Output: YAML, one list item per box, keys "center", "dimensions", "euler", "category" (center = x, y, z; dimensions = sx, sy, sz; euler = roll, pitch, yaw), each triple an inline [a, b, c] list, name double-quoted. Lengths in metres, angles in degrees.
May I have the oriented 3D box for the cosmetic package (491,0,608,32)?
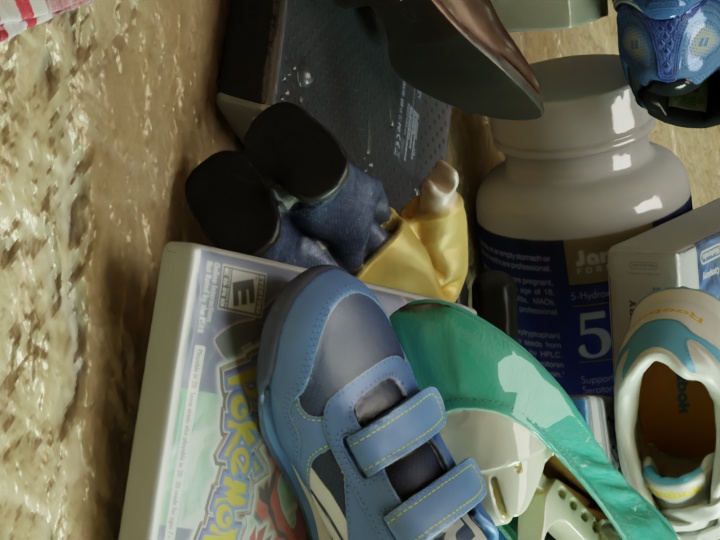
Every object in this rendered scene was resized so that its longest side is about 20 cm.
- center: [0.064, -0.222, 1.494]
  dimensions: [0.071, 0.104, 0.202]
  euler: [-26, 111, -67]
  category: "cosmetic package"

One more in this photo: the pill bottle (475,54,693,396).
- center: [0.126, -0.010, 1.613]
  dimensions: [0.120, 0.119, 0.201]
  euler: [-45, 130, -60]
  category: "pill bottle"

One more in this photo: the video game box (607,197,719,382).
- center: [0.194, 0.060, 1.573]
  dimensions: [0.200, 0.047, 0.184]
  euler: [-22, 114, -58]
  category: "video game box"

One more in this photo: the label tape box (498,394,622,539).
- center: [0.103, 0.134, 1.455]
  dimensions: [0.200, 0.066, 0.144]
  euler: [9, 76, -75]
  category: "label tape box"

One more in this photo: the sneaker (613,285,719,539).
- center: [0.162, 0.114, 1.439]
  dimensions: [0.081, 0.076, 0.201]
  euler: [-51, 128, -65]
  category: "sneaker"

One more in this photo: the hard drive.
- center: [-0.009, -0.091, 1.389]
  dimensions: [0.200, 0.042, 0.136]
  euler: [42, 51, -60]
  category: "hard drive"

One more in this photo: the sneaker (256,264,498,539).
- center: [0.016, 0.091, 1.226]
  dimensions: [0.074, 0.082, 0.201]
  euler: [-31, 114, -38]
  category: "sneaker"

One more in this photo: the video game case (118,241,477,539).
- center: [-0.028, 0.101, 1.254]
  dimensions: [0.182, 0.023, 0.202]
  euler: [13, 83, -46]
  category: "video game case"

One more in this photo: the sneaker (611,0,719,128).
- center: [0.165, -0.119, 1.536]
  dimensions: [0.200, 0.078, 0.090]
  euler: [-14, 103, -74]
  category: "sneaker"

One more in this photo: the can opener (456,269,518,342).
- center: [0.057, 0.101, 1.556]
  dimensions: [0.067, 0.053, 0.202]
  euler: [-175, -97, -80]
  category: "can opener"

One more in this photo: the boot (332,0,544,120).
- center: [0.055, -0.192, 1.366]
  dimensions: [0.186, 0.064, 0.201]
  euler: [41, 59, -49]
  category: "boot"

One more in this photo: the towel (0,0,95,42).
- center: [-0.155, -0.147, 1.066]
  dimensions: [0.200, 0.023, 0.145]
  euler: [-39, 124, -62]
  category: "towel"

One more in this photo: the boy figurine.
- center: [0.000, 0.000, 1.334]
  dimensions: [0.064, 0.124, 0.200]
  euler: [49, 2, 33]
  category: "boy figurine"

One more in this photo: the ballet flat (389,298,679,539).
- center: [0.076, 0.096, 1.281]
  dimensions: [0.200, 0.067, 0.071]
  euler: [46, 40, -30]
  category: "ballet flat"
